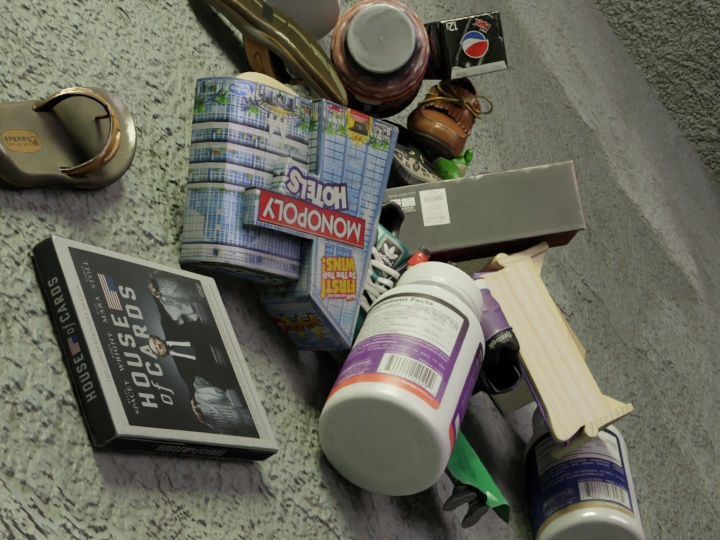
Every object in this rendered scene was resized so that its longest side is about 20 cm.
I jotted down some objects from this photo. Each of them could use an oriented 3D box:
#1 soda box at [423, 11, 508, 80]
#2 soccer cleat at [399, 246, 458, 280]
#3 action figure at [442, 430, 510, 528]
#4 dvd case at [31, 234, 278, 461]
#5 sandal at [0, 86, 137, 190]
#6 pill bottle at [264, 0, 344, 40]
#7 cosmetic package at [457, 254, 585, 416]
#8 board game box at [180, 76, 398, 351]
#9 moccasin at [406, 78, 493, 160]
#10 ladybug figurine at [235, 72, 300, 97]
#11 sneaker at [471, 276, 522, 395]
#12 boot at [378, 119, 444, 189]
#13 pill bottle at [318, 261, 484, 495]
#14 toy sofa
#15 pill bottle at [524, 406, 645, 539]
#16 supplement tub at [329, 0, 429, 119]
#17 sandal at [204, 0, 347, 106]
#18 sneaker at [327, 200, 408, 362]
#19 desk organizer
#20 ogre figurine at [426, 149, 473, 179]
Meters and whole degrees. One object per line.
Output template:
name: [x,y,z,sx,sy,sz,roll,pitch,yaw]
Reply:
soda box: [0.104,-0.246,1.718,0.200,0.070,0.064,-141,-140,-79]
soccer cleat: [0.059,0.039,1.525,0.068,0.086,0.200,28,-9,9]
action figure: [0.062,0.136,1.410,0.118,0.054,0.201,51,10,-49]
dvd case: [-0.141,0.060,1.103,0.199,0.025,0.152,19,45,-61]
sandal: [-0.209,-0.103,1.119,0.082,0.054,0.200,62,21,6]
pill bottle: [-0.066,-0.334,1.671,0.112,0.111,0.201,44,26,-34]
cosmetic package: [0.148,0.043,1.676,0.201,0.104,0.071,57,22,-10]
board game box: [-0.055,-0.040,1.286,0.199,0.061,0.203,14,76,-50]
moccasin: [0.100,-0.173,1.701,0.073,0.078,0.201,34,19,2]
ladybug figurine: [-0.069,-0.099,1.409,0.200,0.071,0.137,35,33,-47]
sneaker: [0.112,0.093,1.486,0.088,0.075,0.201,54,-11,24]
boot: [0.012,-0.118,1.636,0.202,0.074,0.154,28,18,-26]
pill bottle: [0.043,0.084,1.316,0.112,0.111,0.201,51,36,-20]
toy sofa: [0.175,0.083,1.548,0.097,0.083,0.202,-22,78,-27]
pill bottle: [0.227,0.221,1.607,0.111,0.110,0.201,47,24,-29]
supplement tub: [0.019,-0.225,1.644,0.108,0.106,0.200,60,-2,2]
sandal: [-0.095,-0.223,1.534,0.199,0.055,0.082,36,24,-18]
sneaker: [0.000,0.000,1.420,0.071,0.079,0.201,48,26,-25]
desk organizer: [0.118,-0.051,1.567,0.077,0.197,0.073,109,-28,-76]
ogre figurine: [0.128,-0.055,1.778,0.120,0.097,0.202,-116,-167,-51]
